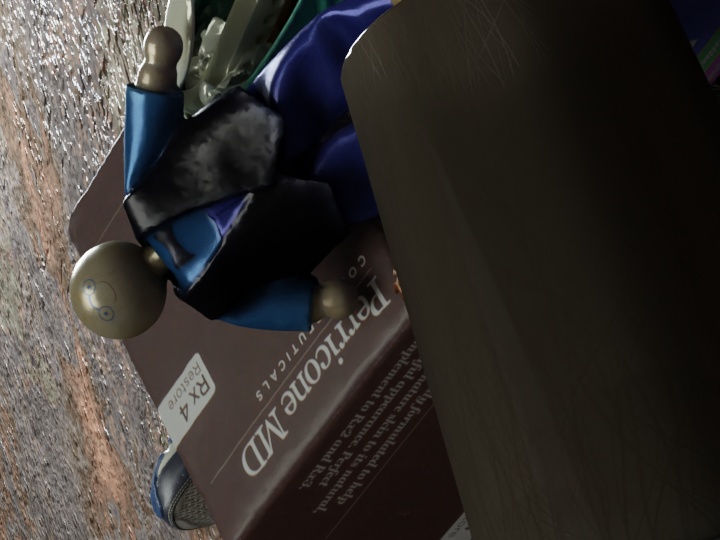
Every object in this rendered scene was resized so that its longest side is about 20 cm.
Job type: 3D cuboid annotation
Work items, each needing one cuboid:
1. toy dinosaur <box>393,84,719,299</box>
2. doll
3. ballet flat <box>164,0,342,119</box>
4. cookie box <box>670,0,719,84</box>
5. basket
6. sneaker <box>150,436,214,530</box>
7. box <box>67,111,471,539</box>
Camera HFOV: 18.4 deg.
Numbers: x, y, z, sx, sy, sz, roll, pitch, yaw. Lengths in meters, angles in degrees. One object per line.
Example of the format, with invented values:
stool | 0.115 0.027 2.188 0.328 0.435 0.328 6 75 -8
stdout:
toy dinosaur | 0.113 -0.002 0.820 0.199 0.102 0.137 5 111 46
doll | -0.038 -0.041 0.867 0.137 0.200 0.048 50 -159 -5
ballet flat | -0.032 -0.128 0.882 0.067 0.070 0.201 43 118 35
cookie box | 0.083 -0.166 0.868 0.171 0.075 0.201 124 128 -63
basket | 0.076 0.007 0.712 0.180 0.135 0.202 50 -160 -72
sneaker | -0.008 0.088 1.115 0.085 0.199 0.077 55 160 40
box | 0.000 0.000 1.011 0.166 0.163 0.201 -52 52 30
